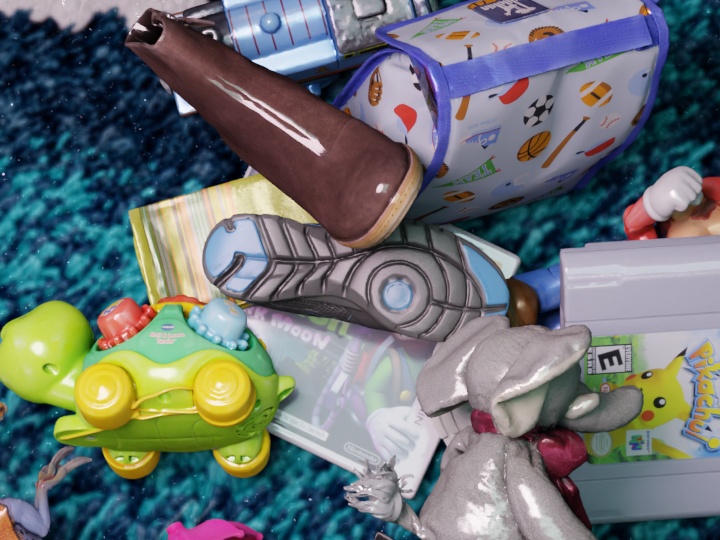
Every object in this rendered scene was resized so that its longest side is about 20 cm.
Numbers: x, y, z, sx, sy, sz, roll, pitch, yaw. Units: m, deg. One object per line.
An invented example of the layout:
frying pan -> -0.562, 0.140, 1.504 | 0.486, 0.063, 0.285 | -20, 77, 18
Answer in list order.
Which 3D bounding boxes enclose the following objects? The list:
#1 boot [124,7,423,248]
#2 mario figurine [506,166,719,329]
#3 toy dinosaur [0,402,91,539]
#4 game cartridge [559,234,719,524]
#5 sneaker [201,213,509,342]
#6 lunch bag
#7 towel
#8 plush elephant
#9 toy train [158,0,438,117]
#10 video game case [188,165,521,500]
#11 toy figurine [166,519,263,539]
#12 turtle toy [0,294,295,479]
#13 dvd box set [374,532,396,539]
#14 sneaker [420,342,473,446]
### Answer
boot -> -0.059, -0.090, 1.237 | 0.166, 0.200, 0.073 | 33, 91, -24
mario figurine -> 0.194, 0.008, 1.348 | 0.199, 0.124, 0.107 | -27, 72, 2
toy dinosaur -> -0.216, 0.171, 1.310 | 0.105, 0.182, 0.201 | -34, 43, 6
game cartridge -> 0.197, 0.075, 1.332 | 0.132, 0.041, 0.202 | -6, 115, -3
sneaker -> 0.000, 0.000, 1.322 | 0.198, 0.082, 0.074 | 12, 87, 6
lunch bag -> 0.089, -0.112, 1.299 | 0.169, 0.200, 0.125 | -17, 82, -18
towel -> -0.054, -0.027, 1.379 | 0.198, 0.018, 0.087 | -17, 85, -2
plush elephant -> 0.101, 0.104, 1.221 | 0.199, 0.165, 0.156 | 27, 91, -23
toy train -> -0.043, -0.161, 1.367 | 0.198, 0.114, 0.088 | -15, 83, -1
video game case -> -0.016, 0.032, 1.392 | 0.199, 0.023, 0.183 | 25, 84, 3
toy figurine -> -0.080, 0.248, 1.305 | 0.149, 0.184, 0.201 | -23, 124, -2
turtle toy -> -0.141, 0.068, 1.320 | 0.198, 0.146, 0.102 | 0, 67, 2
dvd box set -> 0.104, 0.221, 1.283 | 0.199, 0.146, 0.030 | 24, 84, -5
sneaker -> 0.100, 0.126, 1.354 | 0.076, 0.081, 0.202 | -13, 107, 14
